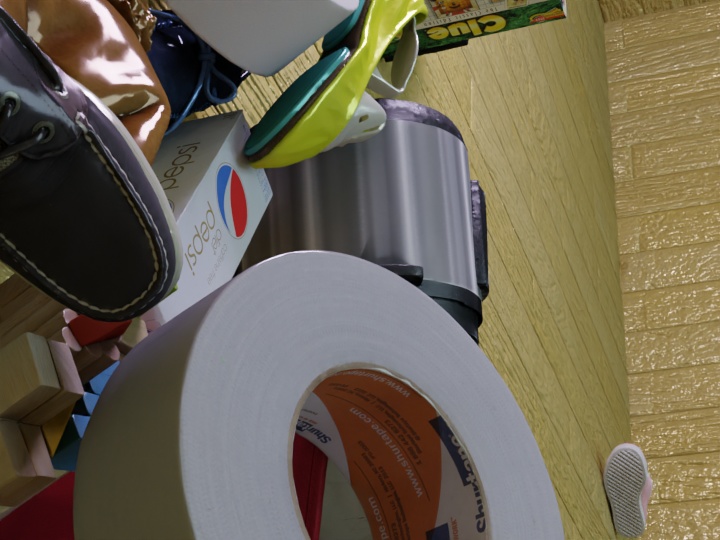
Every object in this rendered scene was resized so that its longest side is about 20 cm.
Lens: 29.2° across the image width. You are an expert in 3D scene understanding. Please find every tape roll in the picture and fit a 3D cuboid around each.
[{"bbox_3d":[-0.009,0.096,0.530,0.200,0.066,0.201,28,47,-35],"label":"tape roll"},{"bbox_3d":[-0.088,-0.219,0.844,0.203,0.071,0.203,47,18,-21],"label":"tape roll"}]

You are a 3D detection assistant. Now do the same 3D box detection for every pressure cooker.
[{"bbox_3d":[-0.003,0.000,0.969,0.176,0.178,0.201,23,58,-55],"label":"pressure cooker"}]

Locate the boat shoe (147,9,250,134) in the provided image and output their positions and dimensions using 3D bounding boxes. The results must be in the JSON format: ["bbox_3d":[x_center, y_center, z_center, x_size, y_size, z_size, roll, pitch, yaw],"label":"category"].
[{"bbox_3d":[-0.107,-0.141,0.873,0.200,0.068,0.084,-63,140,-62],"label":"boat shoe"}]

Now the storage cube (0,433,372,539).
[{"bbox_3d":[-0.073,0.176,0.651,0.171,0.179,0.201,62,25,-46],"label":"storage cube"}]

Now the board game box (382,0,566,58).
[{"bbox_3d":[0.091,-0.256,1.332,0.105,0.199,0.024,44,39,-61],"label":"board game box"}]

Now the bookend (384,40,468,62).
[{"bbox_3d":[0.052,-0.356,1.436,0.200,0.092,0.199,-77,152,-52],"label":"bookend"}]

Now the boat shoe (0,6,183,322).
[{"bbox_3d":[-0.136,-0.058,0.470,0.200,0.072,0.065,55,7,-14],"label":"boat shoe"}]

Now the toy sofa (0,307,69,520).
[{"bbox_3d":[-0.187,0.079,0.530,0.083,0.097,0.200,56,19,1],"label":"toy sofa"}]

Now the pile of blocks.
[{"bbox_3d":[-0.108,0.023,0.571,0.082,0.062,0.200,47,21,-25],"label":"pile of blocks"}]

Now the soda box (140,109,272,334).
[{"bbox_3d":[-0.112,-0.018,0.801,0.200,0.068,0.064,-70,147,-57],"label":"soda box"}]

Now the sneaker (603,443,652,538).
[{"bbox_3d":[0.474,0.365,2.443,0.105,0.075,0.201,-64,150,-53],"label":"sneaker"}]

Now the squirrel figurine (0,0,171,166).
[{"bbox_3d":[-0.172,-0.126,0.580,0.187,0.141,0.200,53,38,-30],"label":"squirrel figurine"}]

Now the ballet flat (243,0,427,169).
[{"bbox_3d":[-0.005,-0.123,0.888,0.067,0.067,0.200,42,51,-20],"label":"ballet flat"}]
